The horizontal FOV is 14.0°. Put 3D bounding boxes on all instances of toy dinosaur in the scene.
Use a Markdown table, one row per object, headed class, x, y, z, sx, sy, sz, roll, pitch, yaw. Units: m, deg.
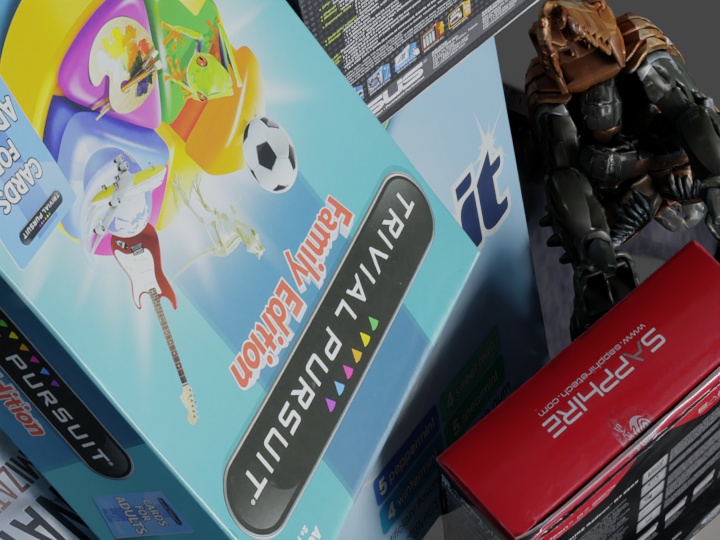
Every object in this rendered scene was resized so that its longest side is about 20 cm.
| class | x | y | z | sx | sy | sz | roll | pitch | yaw |
| --- | --- | --- | --- | --- | --- | --- | --- | --- | --- |
| toy dinosaur | 0.098 | -0.050 | 1.137 | 0.200 | 0.102 | 0.136 | 15 | 48 | -50 |

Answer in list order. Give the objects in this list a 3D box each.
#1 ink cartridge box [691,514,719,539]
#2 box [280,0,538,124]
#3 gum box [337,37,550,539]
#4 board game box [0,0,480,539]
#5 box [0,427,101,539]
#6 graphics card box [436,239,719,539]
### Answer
| class | x | y | z | sx | sy | sz | roll | pitch | yaw |
| --- | --- | --- | --- | --- | --- | --- | --- | --- | --- |
| ink cartridge box | 0.186 | 0.168 | 1.383 | 0.200 | 0.067 | 0.118 | 35 | 67 | -57 |
| box | 0.043 | -0.143 | 0.890 | 0.200 | 0.044 | 0.160 | -39 | 154 | -15 |
| gum box | 0.000 | 0.000 | 1.035 | 0.170 | 0.044 | 0.201 | -49 | 139 | -43 |
| board game box | -0.062 | -0.023 | 0.809 | 0.200 | 0.047 | 0.151 | 51 | 44 | -23 |
| box | -0.118 | 0.076 | 0.794 | 0.160 | 0.043 | 0.200 | 54 | 49 | -21 |
| graphics card box | 0.091 | 0.077 | 1.096 | 0.125 | 0.051 | 0.200 | -40 | 161 | -11 |
